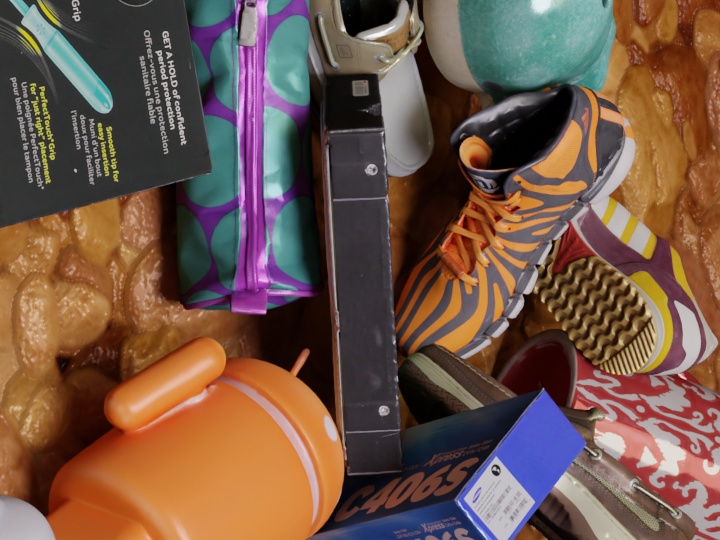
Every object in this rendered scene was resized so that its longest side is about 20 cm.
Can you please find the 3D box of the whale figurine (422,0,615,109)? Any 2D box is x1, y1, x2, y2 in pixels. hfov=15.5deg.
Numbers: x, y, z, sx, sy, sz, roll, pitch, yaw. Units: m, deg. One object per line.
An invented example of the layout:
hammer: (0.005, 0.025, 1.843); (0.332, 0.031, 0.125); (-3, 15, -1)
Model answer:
whale figurine: (0.119, -0.157, 1.614); (0.200, 0.103, 0.160); (31, 69, -56)

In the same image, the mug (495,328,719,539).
mug: (0.175, 0.120, 1.700); (0.200, 0.177, 0.134); (24, 91, -25)

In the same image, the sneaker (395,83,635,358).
sneaker: (0.071, -0.035, 1.577); (0.200, 0.078, 0.112); (-53, 150, 6)

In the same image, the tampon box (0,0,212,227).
tampon box: (-0.196, -0.099, 1.326); (0.200, 0.126, 0.150); (-17, 102, -45)

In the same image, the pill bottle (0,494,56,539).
pill bottle: (-0.194, 0.184, 1.333); (0.112, 0.112, 0.201); (-35, 113, -40)

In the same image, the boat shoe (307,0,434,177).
boat shoe: (-0.002, -0.138, 1.564); (0.075, 0.068, 0.200); (-52, 125, -35)

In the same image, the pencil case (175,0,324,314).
pencil case: (-0.065, -0.077, 1.481); (0.085, 0.092, 0.201); (-3, 93, -7)

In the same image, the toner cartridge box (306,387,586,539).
toner cartridge box: (0.031, 0.129, 1.496); (0.043, 0.200, 0.095); (52, 54, -12)

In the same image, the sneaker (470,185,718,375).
sneaker: (0.145, -0.013, 1.659); (0.090, 0.075, 0.200); (4, 48, -49)

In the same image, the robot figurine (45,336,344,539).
robot figurine: (-0.088, 0.121, 1.437); (0.200, 0.117, 0.144); (-36, 90, -39)

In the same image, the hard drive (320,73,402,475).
hard drive: (0.000, 0.000, 1.507); (0.140, 0.038, 0.201); (-93, 179, -72)

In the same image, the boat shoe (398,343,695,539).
boat shoe: (0.113, 0.109, 1.569); (0.202, 0.075, 0.075); (44, 68, 2)
